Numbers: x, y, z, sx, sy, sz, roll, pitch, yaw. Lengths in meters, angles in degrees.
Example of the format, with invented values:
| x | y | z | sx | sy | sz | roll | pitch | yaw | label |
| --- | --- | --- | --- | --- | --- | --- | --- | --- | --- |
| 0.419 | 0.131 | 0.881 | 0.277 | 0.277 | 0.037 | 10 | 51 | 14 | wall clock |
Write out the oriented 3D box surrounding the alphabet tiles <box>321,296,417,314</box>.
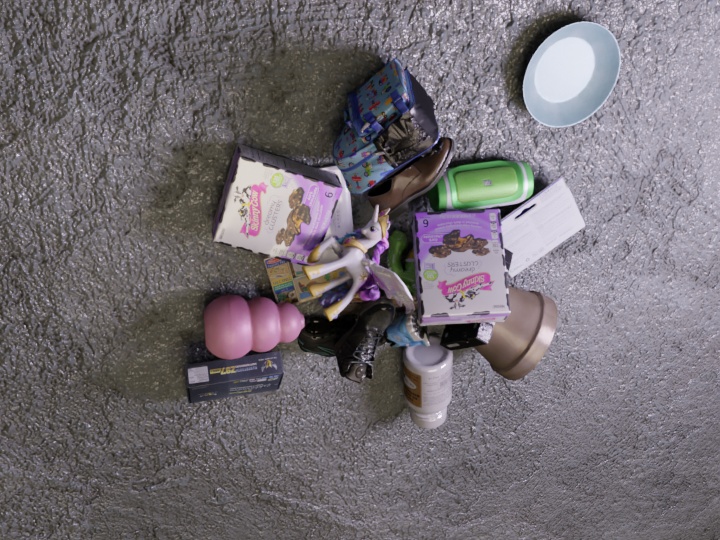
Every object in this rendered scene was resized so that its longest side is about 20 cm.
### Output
| x | y | z | sx | sy | sz | roll | pitch | yaw | label |
| --- | --- | --- | --- | --- | --- | --- | --- | --- | --- |
| 0.026 | 0.073 | 1.606 | 0.196 | 0.006 | 0.166 | 2 | 166 | -16 | alphabet tiles |

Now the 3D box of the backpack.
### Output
| x | y | z | sx | sy | sz | roll | pitch | yaw | label |
| --- | --- | --- | --- | --- | --- | --- | --- | --- | --- |
| 0.028 | -0.239 | 1.356 | 0.198 | 0.184 | 0.135 | -33 | 121 | 22 | backpack |

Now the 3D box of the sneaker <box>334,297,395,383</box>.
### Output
| x | y | z | sx | sy | sz | roll | pitch | yaw | label |
| --- | --- | --- | --- | --- | --- | --- | --- | --- | --- |
| 0.014 | 0.148 | 1.555 | 0.075 | 0.116 | 0.200 | 19 | 128 | -27 | sneaker |

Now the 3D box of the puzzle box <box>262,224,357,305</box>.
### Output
| x | y | z | sx | sy | sz | roll | pitch | yaw | label |
| --- | --- | --- | --- | --- | --- | --- | --- | --- | --- |
| -0.088 | -0.006 | 1.573 | 0.196 | 0.026 | 0.135 | -18 | 127 | -5 | puzzle box |

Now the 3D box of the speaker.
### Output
| x | y | z | sx | sy | sz | roll | pitch | yaw | label |
| --- | --- | --- | --- | --- | --- | --- | --- | --- | --- |
| 0.234 | -0.164 | 1.529 | 0.196 | 0.089 | 0.090 | -9 | 127 | -12 | speaker |

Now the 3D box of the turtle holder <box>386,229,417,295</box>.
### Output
| x | y | z | sx | sy | sz | roll | pitch | yaw | label |
| --- | --- | --- | --- | --- | --- | --- | --- | --- | --- |
| 0.143 | -0.006 | 1.594 | 0.134 | 0.183 | 0.141 | -67 | 160 | -5 | turtle holder |

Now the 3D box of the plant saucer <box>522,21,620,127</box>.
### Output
| x | y | z | sx | sy | sz | roll | pitch | yaw | label |
| --- | --- | --- | --- | --- | --- | --- | --- | --- | --- |
| 0.387 | -0.369 | 1.462 | 0.197 | 0.039 | 0.204 | -9 | 128 | -12 | plant saucer |

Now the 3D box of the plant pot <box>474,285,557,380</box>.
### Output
| x | y | z | sx | sy | sz | roll | pitch | yaw | label |
| --- | --- | --- | --- | --- | --- | --- | --- | --- | --- |
| 0.299 | 0.109 | 1.698 | 0.172 | 0.201 | 0.201 | 29 | 113 | -15 | plant pot |

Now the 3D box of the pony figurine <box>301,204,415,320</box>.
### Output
| x | y | z | sx | sy | sz | roll | pitch | yaw | label |
| --- | --- | --- | --- | --- | --- | --- | --- | --- | --- |
| 0.000 | 0.000 | 1.445 | 0.198 | 0.166 | 0.195 | -34 | 123 | -13 | pony figurine |

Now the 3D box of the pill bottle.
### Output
| x | y | z | sx | sy | sz | roll | pitch | yaw | label |
| --- | --- | --- | --- | --- | --- | --- | --- | --- | --- |
| 0.153 | 0.259 | 1.787 | 0.112 | 0.115 | 0.203 | -11 | 127 | -10 | pill bottle |

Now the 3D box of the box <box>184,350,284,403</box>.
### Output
| x | y | z | sx | sy | sz | roll | pitch | yaw | label |
| --- | --- | --- | --- | --- | --- | --- | --- | --- | --- |
| -0.261 | 0.222 | 1.616 | 0.196 | 0.052 | 0.158 | -6 | 161 | -14 | box |

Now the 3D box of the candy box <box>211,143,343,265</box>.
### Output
| x | y | z | sx | sy | sz | roll | pitch | yaw | label |
| --- | --- | --- | --- | --- | --- | --- | --- | --- | --- |
| -0.153 | -0.114 | 1.421 | 0.196 | 0.072 | 0.170 | 14 | 113 | -20 | candy box |

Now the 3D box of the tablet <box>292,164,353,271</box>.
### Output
| x | y | z | sx | sy | sz | roll | pitch | yaw | label |
| --- | --- | --- | --- | --- | --- | --- | --- | --- | --- |
| -0.078 | -0.099 | 1.496 | 0.127 | 0.014 | 0.204 | -10 | 117 | -9 | tablet |

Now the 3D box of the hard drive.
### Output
| x | y | z | sx | sy | sz | roll | pitch | yaw | label |
| --- | --- | --- | --- | --- | --- | --- | --- | --- | --- |
| 0.236 | 0.059 | 1.595 | 0.037 | 0.203 | 0.139 | 26 | 158 | -19 | hard drive |

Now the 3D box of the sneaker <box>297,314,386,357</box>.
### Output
| x | y | z | sx | sy | sz | roll | pitch | yaw | label |
| --- | --- | --- | --- | --- | --- | --- | --- | --- | --- |
| -0.041 | 0.142 | 1.678 | 0.196 | 0.076 | 0.080 | 5 | 137 | -14 | sneaker |

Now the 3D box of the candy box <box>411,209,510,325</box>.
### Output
| x | y | z | sx | sy | sz | roll | pitch | yaw | label |
| --- | --- | --- | --- | --- | --- | --- | --- | --- | --- |
| 0.187 | -0.005 | 1.475 | 0.164 | 0.204 | 0.072 | -3 | 163 | -2 | candy box |

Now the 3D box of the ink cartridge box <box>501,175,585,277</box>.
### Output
| x | y | z | sx | sy | sz | roll | pitch | yaw | label |
| --- | --- | --- | --- | --- | --- | --- | --- | --- | --- |
| 0.354 | -0.096 | 1.621 | 0.198 | 0.041 | 0.200 | -35 | 142 | 8 | ink cartridge box |

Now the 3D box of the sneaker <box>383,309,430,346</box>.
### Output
| x | y | z | sx | sy | sz | roll | pitch | yaw | label |
| --- | --- | --- | --- | --- | --- | --- | --- | --- | --- |
| 0.095 | 0.125 | 1.667 | 0.088 | 0.080 | 0.200 | -14 | 166 | 12 | sneaker |

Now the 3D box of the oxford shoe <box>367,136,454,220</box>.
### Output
| x | y | z | sx | sy | sz | roll | pitch | yaw | label |
| --- | --- | --- | --- | --- | --- | --- | --- | --- | --- |
| 0.093 | -0.184 | 1.476 | 0.200 | 0.073 | 0.084 | -43 | 124 | 14 | oxford shoe |

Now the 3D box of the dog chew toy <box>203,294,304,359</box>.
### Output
| x | y | z | sx | sy | sz | roll | pitch | yaw | label |
| --- | --- | --- | --- | --- | --- | --- | --- | --- | --- |
| -0.209 | 0.108 | 1.547 | 0.196 | 0.125 | 0.127 | -3 | 126 | -13 | dog chew toy |
